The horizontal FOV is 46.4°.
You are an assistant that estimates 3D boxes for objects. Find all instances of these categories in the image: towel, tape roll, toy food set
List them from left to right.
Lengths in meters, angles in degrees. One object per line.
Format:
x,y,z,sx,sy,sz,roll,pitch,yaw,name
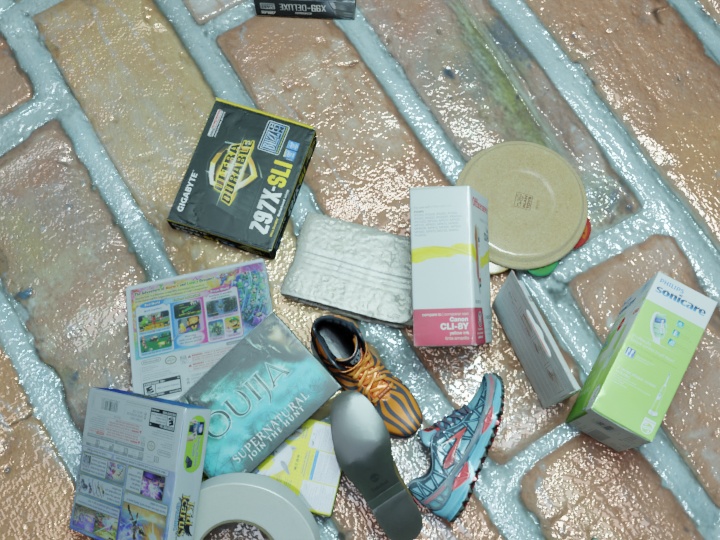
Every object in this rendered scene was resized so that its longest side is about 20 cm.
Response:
-0.147,0.351,1.039,0.202,0.037,0.204,1,98,4,tape roll
0.000,0.000,1.181,0.199,0.034,0.133,16,73,4,towel
0.229,-0.089,1.197,0.197,0.049,0.201,0,74,0,toy food set

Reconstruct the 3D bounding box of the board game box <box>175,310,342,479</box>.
-0.141,0.168,1.076,0.200,0.028,0.135,-43,83,-5,board game box

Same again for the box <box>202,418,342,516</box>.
-0.120,0.243,1.106,0.199,0.048,0.118,14,75,3,box

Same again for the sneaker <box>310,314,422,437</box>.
0.002,0.138,1.100,0.200,0.112,0.078,42,79,11,sneaker

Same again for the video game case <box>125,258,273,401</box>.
-0.215,0.085,1.144,0.199,0.024,0.183,-12,63,-1,video game case

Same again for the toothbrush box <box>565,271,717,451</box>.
0.358,0.122,1.085,0.086,0.146,0.200,30,77,9,toothbrush box

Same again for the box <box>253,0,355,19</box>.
-0.080,-0.495,1.314,0.157,0.050,0.201,2,74,1,box

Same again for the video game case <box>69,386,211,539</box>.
-0.275,0.247,1.036,0.199,0.045,0.182,3,82,40,video game case

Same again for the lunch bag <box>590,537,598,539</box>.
0.261,0.450,1.007,0.164,0.118,0.200,-27,71,-8,lunch bag

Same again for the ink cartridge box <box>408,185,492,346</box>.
0.120,-0.003,1.096,0.083,0.145,0.201,-3,86,18,ink cartridge box

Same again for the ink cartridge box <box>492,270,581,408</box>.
0.231,0.084,1.068,0.050,0.200,0.163,-24,75,-6,ink cartridge box

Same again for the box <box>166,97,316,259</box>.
-0.168,-0.133,1.213,0.159,0.049,0.201,18,75,4,box

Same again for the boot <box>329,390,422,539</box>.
0.015,0.249,1.079,0.073,0.075,0.201,-25,86,-3,boot

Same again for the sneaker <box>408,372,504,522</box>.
0.123,0.217,1.095,0.095,0.079,0.201,23,75,9,sneaker
